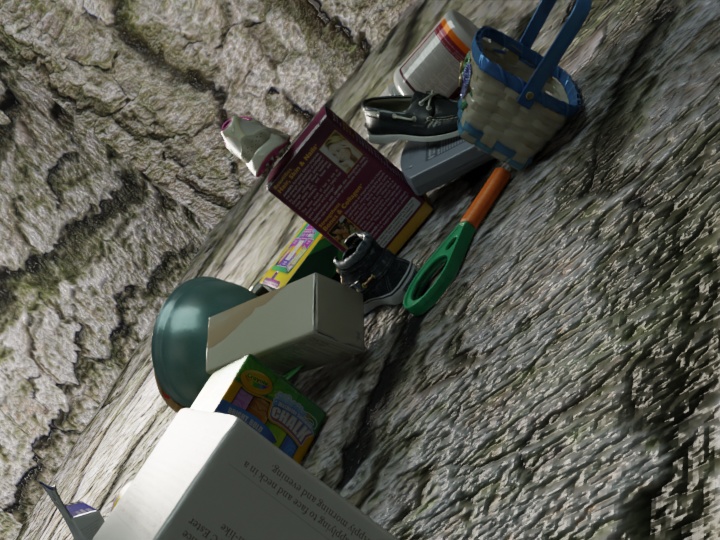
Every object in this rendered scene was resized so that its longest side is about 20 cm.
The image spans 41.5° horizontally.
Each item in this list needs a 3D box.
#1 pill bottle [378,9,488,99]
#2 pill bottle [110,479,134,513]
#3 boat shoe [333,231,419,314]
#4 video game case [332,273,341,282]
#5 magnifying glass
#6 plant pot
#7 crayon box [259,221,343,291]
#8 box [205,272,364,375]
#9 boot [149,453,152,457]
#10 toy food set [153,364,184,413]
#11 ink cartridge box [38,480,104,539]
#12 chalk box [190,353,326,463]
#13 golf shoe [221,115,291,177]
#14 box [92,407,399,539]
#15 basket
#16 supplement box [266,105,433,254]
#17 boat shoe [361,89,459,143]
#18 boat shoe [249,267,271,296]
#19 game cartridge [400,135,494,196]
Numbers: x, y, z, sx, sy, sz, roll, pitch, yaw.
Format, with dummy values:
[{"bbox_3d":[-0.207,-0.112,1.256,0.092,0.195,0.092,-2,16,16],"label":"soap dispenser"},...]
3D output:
[{"bbox_3d":[0.127,-0.339,1.637,0.200,0.109,0.110,-45,14,27],"label":"pill bottle"},{"bbox_3d":[-0.260,0.326,1.212,0.105,0.104,0.200,-55,13,-15],"label":"pill bottle"},{"bbox_3d":[0.000,0.000,1.214,0.071,0.091,0.200,-56,13,-21],"label":"boat shoe"},{"bbox_3d":[-0.052,0.008,1.517,0.200,0.025,0.181,-48,13,17],"label":"video game case"},{"bbox_3d":[0.112,-0.034,1.084,0.201,0.022,0.079,-57,14,-13],"label":"magnifying glass"},{"bbox_3d":[-0.193,0.114,1.418,0.133,0.201,0.202,4,51,40],"label":"plant pot"},{"bbox_3d":[-0.072,-0.027,1.495,0.173,0.058,0.200,-52,14,-7],"label":"crayon box"},{"bbox_3d":[-0.095,0.079,1.186,0.198,0.094,0.079,-21,58,36],"label":"box"},{"bbox_3d":[-0.206,0.227,1.269,0.199,0.073,0.155,-32,2,-28],"label":"boot"},{"bbox_3d":[-0.243,0.135,1.507,0.048,0.198,0.202,6,63,40],"label":"toy food set"},{"bbox_3d":[-0.349,0.356,1.243,0.040,0.202,0.199,-29,4,-24],"label":"ink cartridge box"},{"bbox_3d":[-0.133,0.186,1.106,0.124,0.123,0.201,-32,24,54],"label":"chalk box"},{"bbox_3d":[-0.148,-0.183,1.332,0.076,0.091,0.200,-51,7,1],"label":"golf shoe"},{"bbox_3d":[-0.069,0.208,0.660,0.131,0.198,0.200,-54,14,-18],"label":"box"},{"bbox_3d":[0.190,-0.230,1.067,0.201,0.138,0.177,-57,9,24],"label":"basket"},{"bbox_3d":[-0.015,-0.110,1.319,0.131,0.199,0.103,-47,13,11],"label":"supplement box"},{"bbox_3d":[0.080,-0.212,1.283,0.198,0.061,0.076,-2,27,37],"label":"boat shoe"},{"bbox_3d":[-0.186,0.084,1.692,0.202,0.071,0.066,-51,23,7],"label":"boat shoe"},{"bbox_3d":[0.118,-0.168,1.291,0.132,0.041,0.201,-22,23,16],"label":"game cartridge"}]
